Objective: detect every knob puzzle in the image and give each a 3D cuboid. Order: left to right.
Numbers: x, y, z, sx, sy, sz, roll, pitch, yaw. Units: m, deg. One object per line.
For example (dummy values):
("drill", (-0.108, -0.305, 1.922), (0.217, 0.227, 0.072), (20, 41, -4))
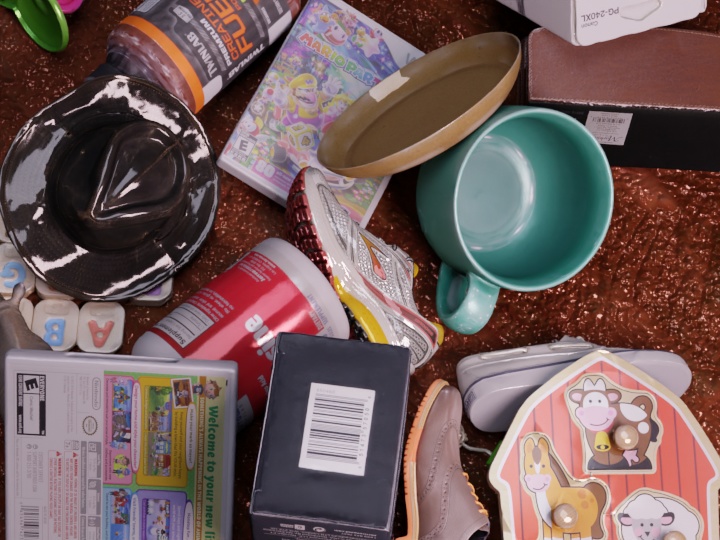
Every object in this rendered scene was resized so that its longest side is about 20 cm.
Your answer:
("knob puzzle", (0.199, 0.161, 1.551), (0.217, 0.030, 0.222), (2, 75, -7))

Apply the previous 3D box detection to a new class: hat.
("hat", (-0.198, -0.069, 1.633), (0.199, 0.081, 0.203), (0, 90, -24))

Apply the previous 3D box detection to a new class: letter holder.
("letter holder", (0.243, -0.178, 1.747), (0.198, 0.101, 0.143), (3, 61, 0))

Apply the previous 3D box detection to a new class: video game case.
("video game case", (-0.189, 0.162, 1.532), (0.180, 0.202, 0.022), (3, 19, 0))
("video game case", (-0.023, -0.139, 1.740), (0.142, 0.018, 0.201), (31, 65, -7))

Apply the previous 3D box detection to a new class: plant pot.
("plant pot", (0.054, -0.136, 1.659), (0.200, 0.200, 0.028), (-39, 112, -19))

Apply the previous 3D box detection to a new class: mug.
("mug", (0.111, -0.055, 1.656), (0.184, 0.114, 0.153), (-33, 107, -16))

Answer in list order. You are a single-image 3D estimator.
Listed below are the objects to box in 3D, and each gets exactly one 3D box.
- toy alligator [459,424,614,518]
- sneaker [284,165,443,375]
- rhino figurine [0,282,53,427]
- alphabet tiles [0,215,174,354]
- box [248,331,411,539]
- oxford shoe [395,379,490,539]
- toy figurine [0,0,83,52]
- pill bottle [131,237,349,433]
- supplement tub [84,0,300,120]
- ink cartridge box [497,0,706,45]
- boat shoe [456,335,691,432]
("toy alligator", (0.146, 0.169, 1.594), (0.199, 0.054, 0.059), (32, 66, 13))
("sneaker", (0.000, 0.000, 1.663), (0.082, 0.078, 0.201), (-27, 84, -22))
("rhino figurine", (-0.275, 0.087, 1.602), (0.059, 0.088, 0.201), (-19, 67, -10))
("alphabet tiles", (-0.260, -0.020, 1.699), (0.198, 0.015, 0.197), (3, 64, -1))
("box", (-0.022, 0.160, 1.512), (0.106, 0.200, 0.150), (6, 63, 3))
("oxford shoe", (0.072, 0.187, 1.569), (0.072, 0.071, 0.202), (1, 72, 17))
("toy figurine", (-0.265, -0.330, 1.804), (0.184, 0.150, 0.201), (-37, 92, -28))
("pill bottle", (-0.115, 0.073, 1.602), (0.200, 0.113, 0.112), (-39, 71, -18))
("supplement tub", (-0.153, -0.205, 1.745), (0.107, 0.107, 0.200), (39, 69, 16))
("ink cartridge box", (0.197, -0.283, 1.744), (0.144, 0.084, 0.200), (-17, 32, -23))
("boat shoe", (0.177, 0.087, 1.632), (0.198, 0.072, 0.066), (-10, 44, -10))
